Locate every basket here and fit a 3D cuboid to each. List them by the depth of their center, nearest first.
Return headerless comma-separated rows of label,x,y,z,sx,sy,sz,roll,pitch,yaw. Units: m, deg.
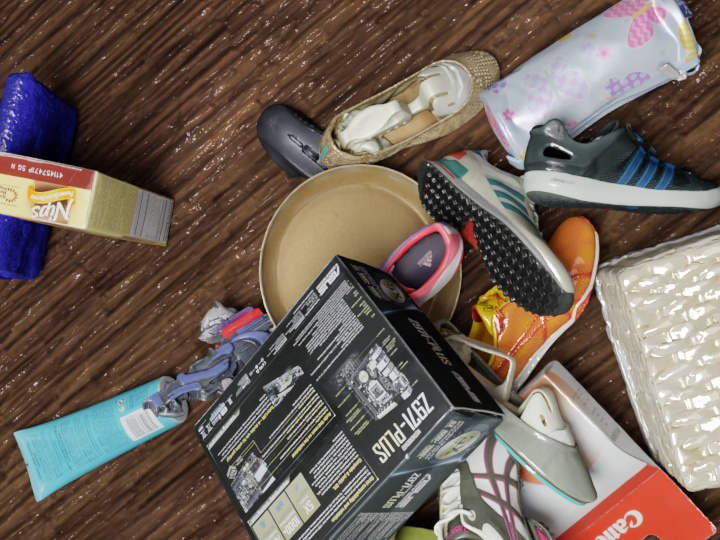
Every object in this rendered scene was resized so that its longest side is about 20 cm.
basket,0.320,0.059,0.727,0.198,0.161,0.201,-18,85,12

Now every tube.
tube,-0.276,0.172,0.904,0.198,0.050,0.078,-25,78,14

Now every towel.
towel,-0.341,-0.090,0.881,0.049,0.148,0.203,11,89,-6

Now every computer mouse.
computer mouse,-0.029,-0.099,0.870,0.199,0.034,0.059,38,94,10

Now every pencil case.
pencil case,0.211,-0.176,0.800,0.199,0.083,0.091,-30,86,9

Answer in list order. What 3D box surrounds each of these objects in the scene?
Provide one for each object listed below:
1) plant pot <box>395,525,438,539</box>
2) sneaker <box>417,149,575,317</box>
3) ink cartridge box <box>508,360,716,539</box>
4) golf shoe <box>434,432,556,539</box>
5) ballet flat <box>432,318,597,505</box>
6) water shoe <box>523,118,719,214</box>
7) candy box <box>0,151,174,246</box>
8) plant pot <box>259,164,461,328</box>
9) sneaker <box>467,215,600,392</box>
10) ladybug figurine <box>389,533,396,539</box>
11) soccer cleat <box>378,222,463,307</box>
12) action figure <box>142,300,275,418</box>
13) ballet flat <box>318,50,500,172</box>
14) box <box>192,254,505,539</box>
plant pot,0.065,0.339,0.769,0.185,0.187,0.203,7,73,12
sneaker,0.140,-0.047,0.778,0.093,0.071,0.200,-25,52,-24
ink cartridge box,0.186,0.208,0.776,0.200,0.050,0.163,48,119,14
golf shoe,0.098,0.193,0.729,0.077,0.087,0.201,-47,55,30
ballet flat,0.126,0.112,0.725,0.199,0.067,0.064,38,106,27
water shoe,0.240,-0.093,0.762,0.197,0.071,0.080,3,89,-19
candy box,-0.269,-0.066,0.830,0.114,0.200,0.056,12,90,7
plant pot,0.000,0.000,0.830,0.197,0.027,0.203,0,90,-11
sneaker,0.151,0.034,0.796,0.077,0.073,0.201,32,92,-27
ladybug figurine,0.007,0.178,0.777,0.071,0.136,0.202,14,63,3
soccer cleat,0.015,0.035,0.766,0.200,0.076,0.067,-46,74,0
action figure,-0.112,0.123,0.837,0.198,0.105,0.195,-23,73,-27
ballet flat,0.050,-0.154,0.827,0.199,0.065,0.071,-32,84,0
box,-0.015,0.120,0.680,0.200,0.086,0.164,-50,55,15
